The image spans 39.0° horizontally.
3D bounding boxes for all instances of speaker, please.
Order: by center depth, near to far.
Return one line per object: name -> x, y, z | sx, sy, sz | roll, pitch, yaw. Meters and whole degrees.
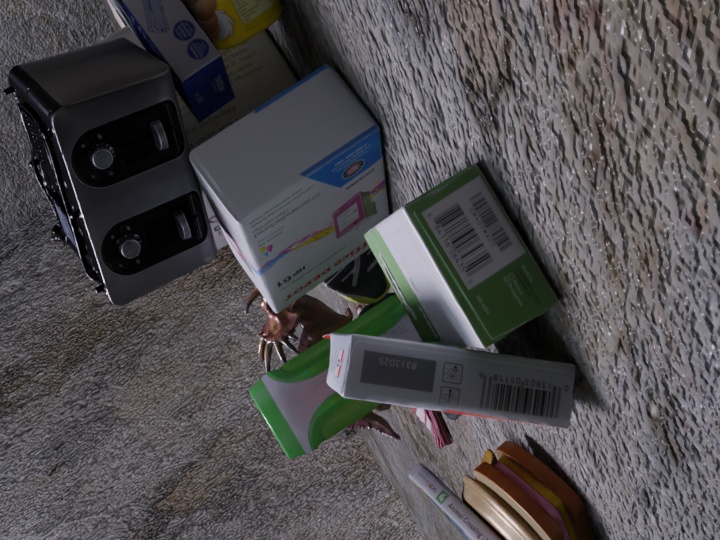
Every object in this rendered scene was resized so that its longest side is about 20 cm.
speaker -> 0.000, 0.089, 0.939 | 0.089, 0.199, 0.089 | 56, 172, 13

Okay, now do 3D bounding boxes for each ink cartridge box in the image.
ink cartridge box -> 0.063, -0.004, 0.730 | 0.104, 0.059, 0.200 | 59, 172, -1
ink cartridge box -> 0.053, 0.080, 0.770 | 0.200, 0.161, 0.051 | 143, 135, -80
ink cartridge box -> -0.188, -0.234, 0.894 | 0.201, 0.044, 0.094 | 53, 173, 10
ink cartridge box -> -0.054, -0.065, 0.910 | 0.085, 0.144, 0.200 | 52, 170, 21

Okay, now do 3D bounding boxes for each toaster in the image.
toaster -> -0.220, -0.093, 0.892 | 0.200, 0.118, 0.182 | 36, 143, 53

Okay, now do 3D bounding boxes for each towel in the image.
towel -> 0.056, 0.148, 1.435 | 0.200, 0.023, 0.145 | 48, 165, 54

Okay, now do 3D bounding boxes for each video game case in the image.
video game case -> 0.145, 0.293, 1.003 | 0.200, 0.022, 0.182 | 52, 171, -34

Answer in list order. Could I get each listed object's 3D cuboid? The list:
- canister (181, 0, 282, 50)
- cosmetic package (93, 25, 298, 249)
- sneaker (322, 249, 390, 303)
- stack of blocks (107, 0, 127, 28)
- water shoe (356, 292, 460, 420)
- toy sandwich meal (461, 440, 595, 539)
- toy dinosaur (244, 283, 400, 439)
canister -> -0.154, -0.304, 0.877 | 0.149, 0.086, 0.201 | 45, 165, 55
cosmetic package -> -0.152, -0.161, 1.083 | 0.201, 0.164, 0.165 | 57, 170, 16
sneaker -> 0.000, 0.000, 1.118 | 0.090, 0.078, 0.200 | 47, 179, -24
stack of blocks -> -0.235, -0.325, 1.179 | 0.201, 0.115, 0.059 | 58, 172, 14
water shoe -> 0.055, 0.094, 1.083 | 0.079, 0.071, 0.200 | 61, 173, -30
toy sandwich meal -> 0.172, 0.246, 0.965 | 0.205, 0.070, 0.205 | 47, 172, 9
toy dinosaur -> -0.037, 0.094, 1.017 | 0.201, 0.135, 0.086 | 67, 150, 19
